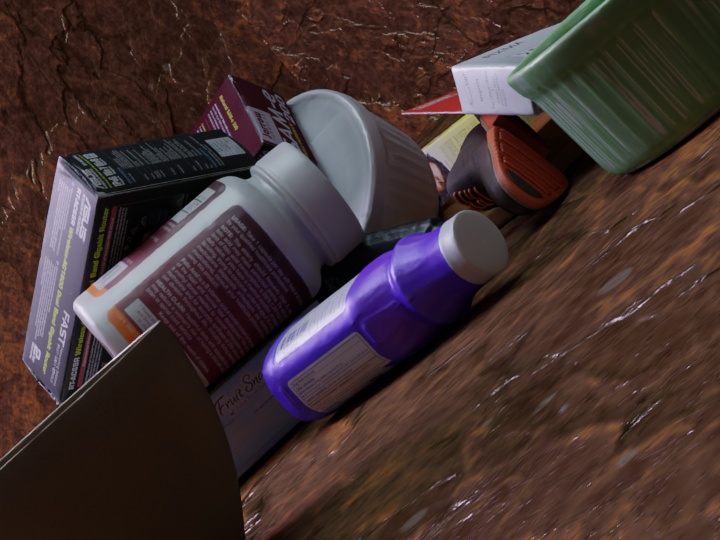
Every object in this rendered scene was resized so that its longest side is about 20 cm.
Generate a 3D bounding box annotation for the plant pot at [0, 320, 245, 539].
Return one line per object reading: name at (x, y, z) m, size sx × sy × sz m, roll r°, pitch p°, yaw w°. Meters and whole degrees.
plant pot at (-0.142, 0.144, 1.074) m, size 0.200 × 0.134 × 0.200 m, roll -41°, pitch 5°, yaw 4°

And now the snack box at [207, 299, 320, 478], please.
snack box at (-0.097, 0.109, 1.506) m, size 0.169 × 0.068 × 0.200 m, roll -42°, pitch 5°, yaw -18°

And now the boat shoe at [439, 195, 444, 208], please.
boat shoe at (0.044, -0.042, 1.750) m, size 0.063 × 0.073 × 0.200 m, roll -42°, pitch 1°, yaw 9°

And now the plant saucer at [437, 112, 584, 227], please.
plant saucer at (0.133, -0.086, 1.616) m, size 0.200 × 0.037 × 0.200 m, roll -41°, pitch 4°, yaw 3°

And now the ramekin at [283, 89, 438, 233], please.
ramekin at (-0.020, -0.044, 1.628) m, size 0.094 × 0.203 × 0.202 m, roll 15°, pitch -40°, yaw -39°

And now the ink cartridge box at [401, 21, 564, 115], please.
ink cartridge box at (0.152, -0.171, 1.515) m, size 0.200 × 0.044 × 0.173 m, roll -25°, pitch 18°, yaw -31°

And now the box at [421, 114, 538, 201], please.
box at (0.107, -0.108, 1.855) m, size 0.050 × 0.075 × 0.200 m, roll -41°, pitch 2°, yaw -27°

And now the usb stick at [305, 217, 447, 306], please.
usb stick at (0.000, 0.000, 1.485) m, size 0.200 × 0.056 × 0.033 m, roll -13°, pitch 16°, yaw 44°

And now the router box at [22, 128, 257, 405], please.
router box at (-0.172, -0.004, 1.503) m, size 0.150 × 0.062 × 0.200 m, roll -14°, pitch -47°, yaw -38°

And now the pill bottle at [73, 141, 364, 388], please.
pill bottle at (-0.102, 0.004, 1.430) m, size 0.200 × 0.114 × 0.114 m, roll -40°, pitch 4°, yaw -8°

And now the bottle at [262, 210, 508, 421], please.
bottle at (0.017, 0.028, 1.284) m, size 0.200 × 0.065 × 0.084 m, roll -38°, pitch 6°, yaw 40°

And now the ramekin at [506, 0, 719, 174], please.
ramekin at (0.200, -0.152, 1.241) m, size 0.200 × 0.098 × 0.200 m, roll -42°, pitch 4°, yaw 3°

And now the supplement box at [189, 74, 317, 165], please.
supplement box at (-0.125, -0.051, 1.627) m, size 0.200 × 0.061 × 0.109 m, roll -55°, pitch 37°, yaw 23°

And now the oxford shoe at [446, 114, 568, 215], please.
oxford shoe at (0.105, -0.067, 1.448) m, size 0.073 × 0.071 × 0.200 m, roll -50°, pitch 8°, yaw 14°
